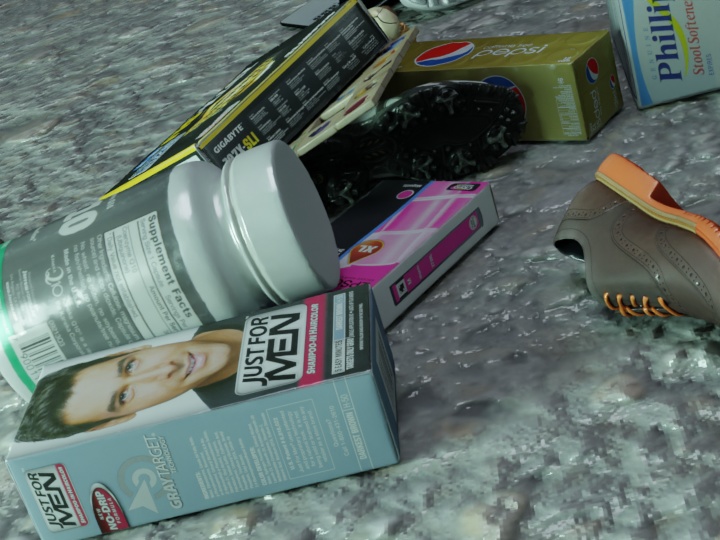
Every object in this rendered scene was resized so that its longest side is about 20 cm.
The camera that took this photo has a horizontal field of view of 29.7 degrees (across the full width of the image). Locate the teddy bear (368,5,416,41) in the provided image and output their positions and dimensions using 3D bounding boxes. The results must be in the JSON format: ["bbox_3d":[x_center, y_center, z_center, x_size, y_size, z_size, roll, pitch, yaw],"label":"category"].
[{"bbox_3d":[-0.006,-0.180,1.210,0.144,0.067,0.200,12,38,42],"label":"teddy bear"}]

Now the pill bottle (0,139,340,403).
[{"bbox_3d":[-0.120,0.003,0.822,0.199,0.114,0.113,-22,24,12],"label":"pill bottle"}]

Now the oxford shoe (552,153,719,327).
[{"bbox_3d":[0.171,0.007,0.741,0.073,0.071,0.200,-46,29,6],"label":"oxford shoe"}]

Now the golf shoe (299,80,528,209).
[{"bbox_3d":[0.024,-0.106,1.027,0.198,0.078,0.095,-15,25,3],"label":"golf shoe"}]

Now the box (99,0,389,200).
[{"bbox_3d":[-0.089,-0.113,1.029,0.200,0.049,0.159,-48,15,-33],"label":"box"}]

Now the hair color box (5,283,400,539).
[{"bbox_3d":[-0.082,0.077,0.741,0.198,0.061,0.099,-15,25,7],"label":"hair color box"}]

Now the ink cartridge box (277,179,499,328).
[{"bbox_3d":[0.000,0.000,0.880,0.094,0.037,0.200,4,35,39],"label":"ink cartridge box"}]

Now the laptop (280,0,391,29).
[{"bbox_3d":[0.012,-0.353,1.465,0.187,0.116,0.199,-38,31,-22],"label":"laptop"}]

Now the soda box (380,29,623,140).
[{"bbox_3d":[0.102,-0.144,1.070,0.199,0.064,0.068,5,32,38],"label":"soda box"}]

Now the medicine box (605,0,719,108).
[{"bbox_3d":[0.239,-0.254,1.066,0.102,0.183,0.200,-13,25,9],"label":"medicine box"}]

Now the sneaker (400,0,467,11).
[{"bbox_3d":[0.115,-0.325,1.452,0.199,0.075,0.082,-33,0,-26],"label":"sneaker"}]

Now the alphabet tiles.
[{"bbox_3d":[-0.034,-0.115,1.010,0.167,0.008,0.200,-32,15,26],"label":"alphabet tiles"}]

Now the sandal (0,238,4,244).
[{"bbox_3d":[-0.301,0.005,1.034,0.081,0.055,0.200,-19,25,-3],"label":"sandal"}]
